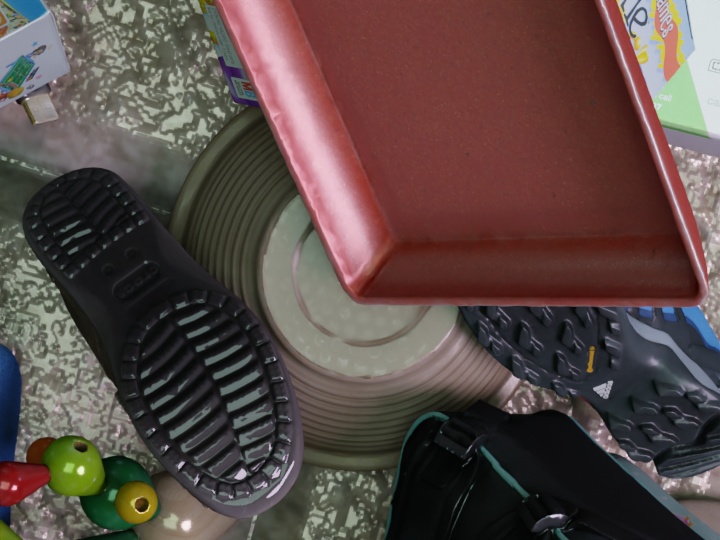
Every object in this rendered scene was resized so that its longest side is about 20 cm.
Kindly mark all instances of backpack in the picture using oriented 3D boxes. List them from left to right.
[{"bbox_3d":[0.083,0.182,0.825,0.153,0.176,0.201,9,109,-37],"label":"backpack"}]

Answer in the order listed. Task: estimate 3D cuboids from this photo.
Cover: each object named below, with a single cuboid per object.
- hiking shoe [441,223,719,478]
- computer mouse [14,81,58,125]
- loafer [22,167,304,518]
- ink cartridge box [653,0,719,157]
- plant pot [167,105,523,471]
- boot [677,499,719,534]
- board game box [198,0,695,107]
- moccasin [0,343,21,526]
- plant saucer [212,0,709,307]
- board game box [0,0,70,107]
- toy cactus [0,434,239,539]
[{"bbox_3d":[0.106,0.016,0.842,0.074,0.087,0.200,-32,119,24],"label":"hiking shoe"},{"bbox_3d":[-0.205,-0.036,0.870,0.140,0.046,0.201,-23,70,2],"label":"computer mouse"},{"bbox_3d":[-0.086,0.036,0.830,0.073,0.071,0.200,-29,61,-10],"label":"loafer"},{"bbox_3d":[0.182,-0.161,0.869,0.145,0.084,0.201,13,90,-2],"label":"ink cartridge box"},{"bbox_3d":[0.000,0.000,0.863,0.200,0.093,0.202,0,90,-1],"label":"plant pot"},{"bbox_3d":[0.237,0.174,0.843,0.199,0.146,0.071,25,92,-1],"label":"boot"},{"bbox_3d":[0.032,-0.127,0.791,0.103,0.199,0.105,-47,135,-32],"label":"board game box"},{"bbox_3d":[-0.213,0.133,0.876,0.068,0.081,0.201,5,76,4],"label":"moccasin"},{"bbox_3d":[0.036,-0.079,0.707,0.037,0.199,0.201,-40,116,-37],"label":"plant saucer"},{"bbox_3d":[-0.261,-0.114,0.834,0.199,0.064,0.148,-31,72,-11],"label":"board game box"},{"bbox_3d":[-0.114,0.138,0.843,0.165,0.102,0.201,-28,135,-33],"label":"toy cactus"}]
